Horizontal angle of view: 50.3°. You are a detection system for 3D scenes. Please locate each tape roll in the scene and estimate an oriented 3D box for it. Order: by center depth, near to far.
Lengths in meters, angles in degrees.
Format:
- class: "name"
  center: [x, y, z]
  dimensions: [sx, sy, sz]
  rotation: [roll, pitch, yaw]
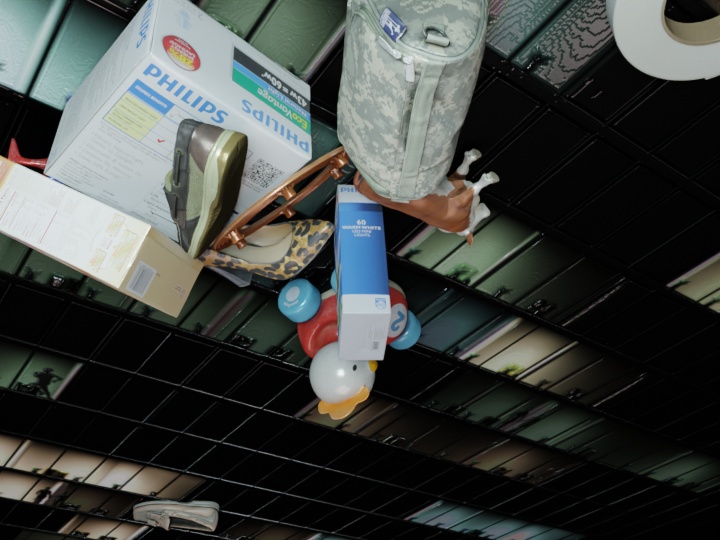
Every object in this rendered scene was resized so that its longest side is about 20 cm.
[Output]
- class: "tape roll"
  center: [0.346, -0.277, 0.756]
  dimensions: [0.202, 0.037, 0.203]
  rotation: [-2, 141, -2]

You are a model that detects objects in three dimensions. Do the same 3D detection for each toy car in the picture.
- class: "toy car"
  center: [-0.010, 0.122, 1.112]
  dimensions: [0.176, 0.201, 0.184]
  rotation: [-21, 139, 22]

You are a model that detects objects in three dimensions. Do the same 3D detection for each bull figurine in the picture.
- class: "bull figurine"
  center: [0.093, -0.101, 0.944]
  dimensions: [0.199, 0.065, 0.122]
  rotation: [14, 135, -24]

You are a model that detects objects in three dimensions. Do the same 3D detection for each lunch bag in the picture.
- class: "lunch bag"
  center: [0.050, -0.187, 0.744]
  dimensions: [0.139, 0.168, 0.200]
  rotation: [1, 142, -6]

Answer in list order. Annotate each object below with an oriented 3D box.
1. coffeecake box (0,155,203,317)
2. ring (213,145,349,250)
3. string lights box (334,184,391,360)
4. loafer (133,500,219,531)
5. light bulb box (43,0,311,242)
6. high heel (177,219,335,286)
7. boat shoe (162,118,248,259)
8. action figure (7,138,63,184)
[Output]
- class: "coffeecake box"
  center: [-0.294, -0.034, 0.835]
  dimensions: [0.199, 0.073, 0.154]
  rotation: [24, 171, 14]
- class: "ring"
  center: [-0.083, -0.079, 0.879]
  dimensions: [0.200, 0.200, 0.019]
  rotation: [-35, 91, 34]
- class: "string lights box"
  center: [0.000, 0.000, 0.955]
  dimensions: [0.059, 0.201, 0.103]
  rotation: [0, 142, -5]
- class: "loafer"
  center: [-0.429, 0.571, 1.774]
  dimensions: [0.199, 0.063, 0.072]
  rotation: [-1, 143, -3]
- class: "light bulb box"
  center: [-0.187, -0.150, 0.810]
  dimensions: [0.198, 0.125, 0.200]
  rotation: [30, 131, -35]
- class: "high heel"
  center: [-0.143, -0.044, 0.995]
  dimensions: [0.199, 0.072, 0.142]
  rotation: [-23, 139, 31]
- class: "boat shoe"
  center: [-0.158, -0.081, 0.751]
  dimensions: [0.066, 0.072, 0.201]
  rotation: [33, 149, -2]
- class: "action figure"
  center: [-0.306, -0.119, 0.906]
  dimensions: [0.199, 0.052, 0.065]
  rotation: [8, 147, -21]
